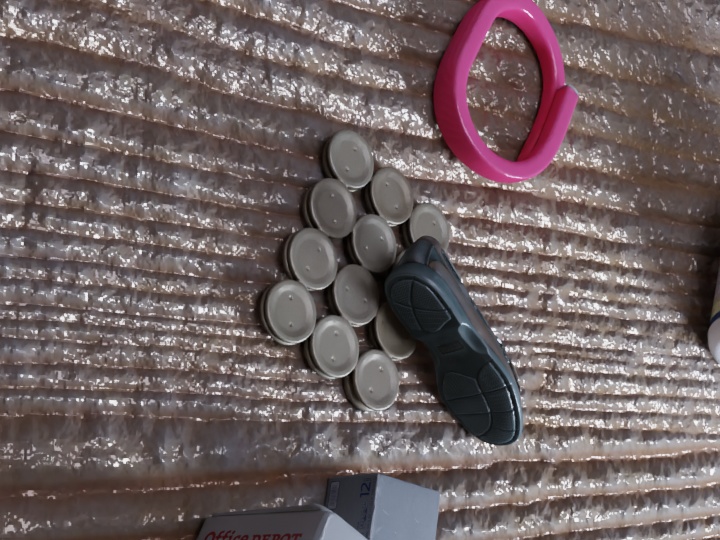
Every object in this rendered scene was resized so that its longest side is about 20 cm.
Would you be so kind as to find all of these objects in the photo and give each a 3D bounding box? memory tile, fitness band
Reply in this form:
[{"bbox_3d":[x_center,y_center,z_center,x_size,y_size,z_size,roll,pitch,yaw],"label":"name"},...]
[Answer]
[{"bbox_3d":[0.000,0.000,1.023,0.153,0.017,0.201,39,56,-29],"label":"memory tile"},{"bbox_3d":[0.139,-0.171,1.173,0.144,0.037,0.201,43,54,-26],"label":"fitness band"}]

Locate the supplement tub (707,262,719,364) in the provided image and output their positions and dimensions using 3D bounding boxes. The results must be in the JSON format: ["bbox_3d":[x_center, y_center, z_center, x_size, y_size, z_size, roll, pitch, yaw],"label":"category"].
[{"bbox_3d":[0.458,0.009,1.344,0.145,0.144,0.201,35,59,-30],"label":"supplement tub"}]

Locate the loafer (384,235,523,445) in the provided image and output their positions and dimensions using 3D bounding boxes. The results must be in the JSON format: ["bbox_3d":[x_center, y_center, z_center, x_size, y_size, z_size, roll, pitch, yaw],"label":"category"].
[{"bbox_3d":[0.090,0.059,1.044,0.201,0.071,0.063,59,39,-29],"label":"loafer"}]

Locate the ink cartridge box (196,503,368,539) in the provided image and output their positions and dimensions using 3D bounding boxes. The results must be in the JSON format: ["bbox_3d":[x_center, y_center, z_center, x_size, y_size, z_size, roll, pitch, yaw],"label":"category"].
[{"bbox_3d":[-0.074,0.261,0.807,0.085,0.144,0.201,41,56,-27],"label":"ink cartridge box"}]

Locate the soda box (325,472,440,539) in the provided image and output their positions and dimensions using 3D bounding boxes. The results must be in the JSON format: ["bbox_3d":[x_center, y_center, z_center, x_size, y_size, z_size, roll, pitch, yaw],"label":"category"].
[{"bbox_3d":[0.006,0.258,0.934,0.068,0.063,0.202,22,66,-35],"label":"soda box"}]
